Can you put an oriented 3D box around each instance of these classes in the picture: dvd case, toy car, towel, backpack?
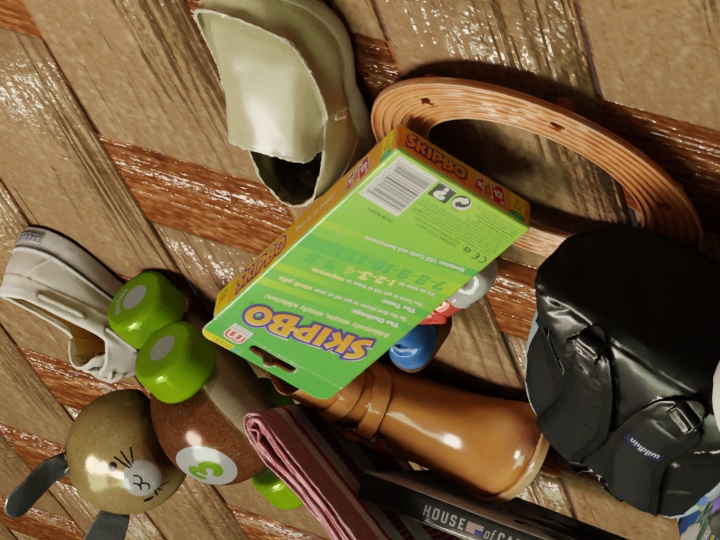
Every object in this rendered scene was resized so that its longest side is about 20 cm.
[{"bbox_3d":[0.115,0.182,2.016,0.200,0.025,0.150,19,-177,24],"label":"dvd case"},{"bbox_3d":[-0.157,0.134,2.082,0.164,0.200,0.158,45,-175,-32],"label":"toy car"},{"bbox_3d":[-0.002,0.153,2.041,0.144,0.023,0.200,52,-164,12],"label":"towel"},{"bbox_3d":[0.167,0.061,1.613,0.163,0.154,0.200,32,146,12],"label":"backpack"}]

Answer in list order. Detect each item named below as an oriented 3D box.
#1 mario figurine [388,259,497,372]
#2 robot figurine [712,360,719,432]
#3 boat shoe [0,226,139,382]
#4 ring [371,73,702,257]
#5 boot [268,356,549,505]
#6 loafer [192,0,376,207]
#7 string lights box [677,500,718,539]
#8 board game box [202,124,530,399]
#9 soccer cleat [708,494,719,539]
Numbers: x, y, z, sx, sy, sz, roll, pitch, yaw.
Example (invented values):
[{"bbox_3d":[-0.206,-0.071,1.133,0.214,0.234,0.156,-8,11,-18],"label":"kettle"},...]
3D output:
[{"bbox_3d":[0.016,-0.001,1.805,0.200,0.123,0.106,77,168,-75],"label":"mario figurine"},{"bbox_3d":[0.241,0.031,1.396,0.113,0.200,0.170,34,158,-25],"label":"robot figurine"},{"bbox_3d":[-0.190,0.048,2.143,0.071,0.070,0.200,3,150,47],"label":"boat shoe"},{"bbox_3d":[0.100,-0.056,1.613,0.200,0.019,0.200,21,160,8],"label":"ring"},{"bbox_3d":[0.032,0.098,1.988,0.155,0.074,0.200,28,164,-24],"label":"boot"},{"bbox_3d":[-0.043,-0.098,1.600,0.076,0.068,0.200,15,158,27],"label":"loafer"},{"bbox_3d":[0.236,0.139,1.690,0.059,0.103,0.200,25,-167,-2],"label":"string lights box"},{"bbox_3d":[0.000,0.000,1.670,0.095,0.030,0.200,30,129,-22],"label":"board game box"},{"bbox_3d":[0.280,0.095,1.558,0.200,0.073,0.068,-19,152,4],"label":"soccer cleat"}]
